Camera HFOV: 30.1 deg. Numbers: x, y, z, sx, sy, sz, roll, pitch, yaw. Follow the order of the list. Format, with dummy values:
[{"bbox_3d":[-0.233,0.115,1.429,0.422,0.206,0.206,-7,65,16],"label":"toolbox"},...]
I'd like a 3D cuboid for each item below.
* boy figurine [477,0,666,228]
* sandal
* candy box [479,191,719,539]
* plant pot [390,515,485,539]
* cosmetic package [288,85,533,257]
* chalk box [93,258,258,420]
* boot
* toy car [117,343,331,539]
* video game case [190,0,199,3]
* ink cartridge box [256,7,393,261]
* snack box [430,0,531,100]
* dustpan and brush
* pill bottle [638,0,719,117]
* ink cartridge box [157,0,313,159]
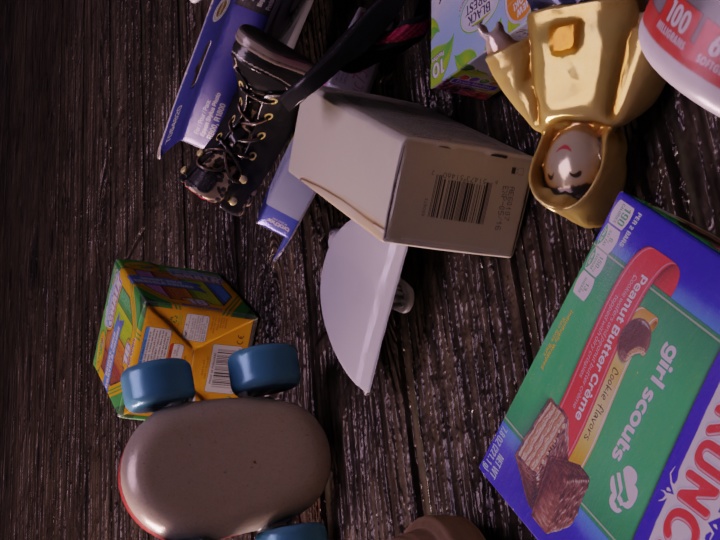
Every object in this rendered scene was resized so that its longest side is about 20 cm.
[{"bbox_3d":[0.122,-0.126,0.777,0.123,0.064,0.202,6,97,33],"label":"boy figurine"},{"bbox_3d":[0.015,-0.171,0.988,0.200,0.045,0.075,-50,9,-31],"label":"sandal"},{"bbox_3d":[0.158,0.081,0.625,0.170,0.076,0.200,-65,30,13],"label":"candy box"},{"bbox_3d":[0.019,0.257,0.851,0.201,0.092,0.203,-175,90,-76],"label":"plant pot"},{"bbox_3d":[0.030,-0.075,0.954,0.200,0.102,0.074,-141,61,-64],"label":"cosmetic package"},{"bbox_3d":[-0.203,0.067,1.404,0.200,0.123,0.126,-144,65,-63],"label":"chalk box"},{"bbox_3d":[-0.100,-0.128,1.175,0.151,0.073,0.200,-58,-3,3],"label":"boot"},{"bbox_3d":[-0.126,0.182,1.168,0.200,0.175,0.186,129,132,-69],"label":"toy car"},{"bbox_3d":[-0.042,-0.290,1.068,0.181,0.023,0.200,-29,16,22],"label":"video game case"},{"bbox_3d":[-0.037,-0.113,1.144,0.120,0.042,0.201,-72,8,-47],"label":"ink cartridge box"},{"bbox_3d":[0.101,-0.236,0.906,0.142,0.052,0.202,152,122,-62],"label":"snack box"},{"bbox_3d":[0.000,0.000,1.073,0.200,0.057,0.141,37,117,56],"label":"dustpan and brush"},{"bbox_3d":[0.209,-0.162,0.564,0.116,0.115,0.201,-115,40,-51],"label":"pill bottle"},{"bbox_3d":[-0.101,-0.210,1.242,0.200,0.040,0.200,-53,-7,-52],"label":"ink cartridge box"}]
